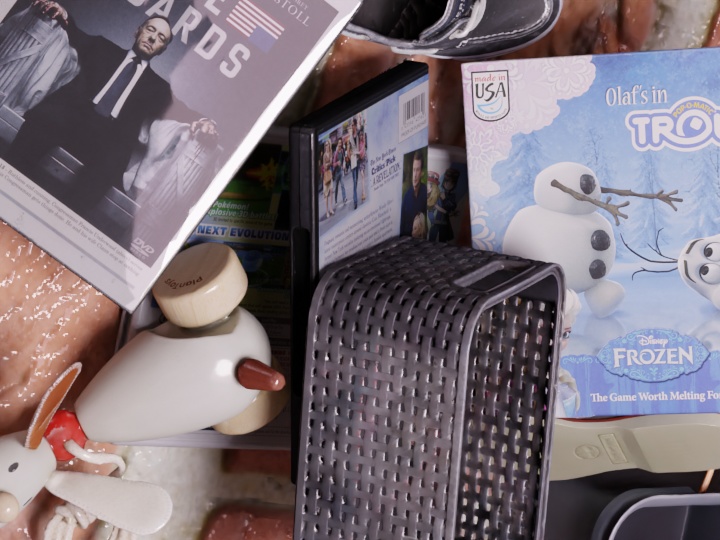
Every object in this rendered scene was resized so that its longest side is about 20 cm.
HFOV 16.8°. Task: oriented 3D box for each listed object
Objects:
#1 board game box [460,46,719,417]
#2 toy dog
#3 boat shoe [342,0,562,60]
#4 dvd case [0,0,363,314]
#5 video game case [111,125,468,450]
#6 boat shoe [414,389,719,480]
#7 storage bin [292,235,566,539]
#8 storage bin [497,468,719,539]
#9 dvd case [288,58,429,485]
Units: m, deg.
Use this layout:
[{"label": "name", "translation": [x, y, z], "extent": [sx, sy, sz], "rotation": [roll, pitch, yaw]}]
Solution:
[{"label": "board game box", "translation": [0.160, -0.021, 1.338], "extent": [0.043, 0.199, 0.200], "rotation": [-15, 102, -75]}, {"label": "toy dog", "translation": [-0.112, 0.080, 1.266], "extent": [0.132, 0.096, 0.200], "rotation": [41, 86, -31]}, {"label": "boat shoe", "translation": [0.037, -0.149, 1.322], "extent": [0.199, 0.068, 0.072], "rotation": [7, 103, -34]}, {"label": "dvd case", "translation": [-0.115, -0.102, 1.228], "extent": [0.150, 0.025, 0.200], "rotation": [37, 90, -13]}, {"label": "video game case", "translation": [-0.039, 0.012, 1.360], "extent": [0.199, 0.022, 0.183], "rotation": [4, 104, -33]}, {"label": "boat shoe", "translation": [0.131, 0.079, 1.416], "extent": [0.071, 0.199, 0.063], "rotation": [61, 32, -49]}, {"label": "storage bin", "translation": [0.036, 0.094, 1.292], "extent": [0.135, 0.093, 0.201], "rotation": [-24, 122, -62]}, {"label": "storage bin", "translation": [0.183, 0.162, 1.488], "extent": [0.199, 0.134, 0.146], "rotation": [2, 106, -34]}, {"label": "dvd case", "translation": [0.000, 0.000, 1.311], "extent": [0.143, 0.017, 0.201], "rotation": [-34, 130, -57]}]
